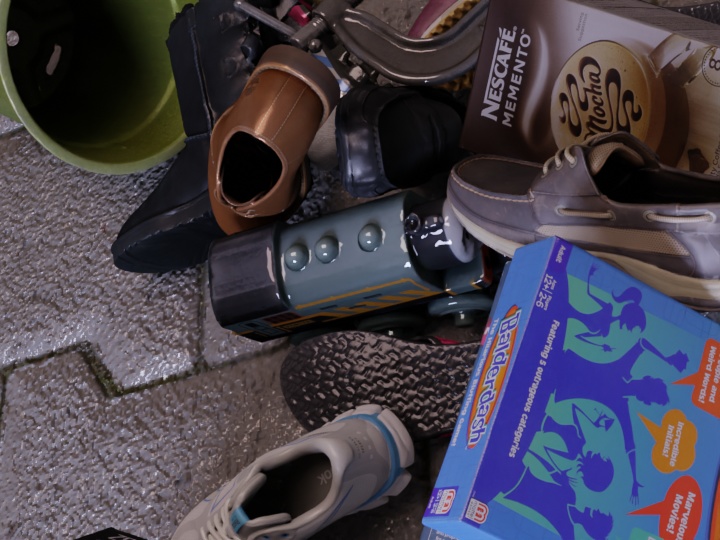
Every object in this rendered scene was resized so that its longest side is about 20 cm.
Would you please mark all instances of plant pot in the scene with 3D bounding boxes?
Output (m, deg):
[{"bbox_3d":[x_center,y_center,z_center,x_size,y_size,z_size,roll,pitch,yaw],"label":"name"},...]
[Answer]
[{"bbox_3d":[-0.238,-0.184,1.230,0.190,0.200,0.201,12,70,50],"label":"plant pot"}]

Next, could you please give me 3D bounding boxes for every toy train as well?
[{"bbox_3d":[0.000,0.000,0.983,0.199,0.114,0.086,-13,72,28],"label":"toy train"}]

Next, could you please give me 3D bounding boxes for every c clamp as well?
[{"bbox_3d":[0.039,-0.197,1.024,0.200,0.027,0.171,-39,55,-13],"label":"c clamp"}]

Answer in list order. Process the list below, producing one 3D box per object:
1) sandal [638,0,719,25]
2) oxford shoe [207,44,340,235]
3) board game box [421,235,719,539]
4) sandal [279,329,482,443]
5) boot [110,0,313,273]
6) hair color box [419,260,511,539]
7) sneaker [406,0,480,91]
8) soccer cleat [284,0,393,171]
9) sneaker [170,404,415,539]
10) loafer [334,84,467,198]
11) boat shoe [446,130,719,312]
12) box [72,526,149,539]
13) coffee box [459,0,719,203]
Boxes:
[{"bbox_3d":[0.187,-0.141,0.998,0.200,0.043,0.076,14,99,38],"label":"sandal"},{"bbox_3d":[-0.069,-0.060,0.956,0.071,0.200,0.071,29,64,1],"label":"oxford shoe"},{"bbox_3d":[0.146,0.095,0.787,0.045,0.200,0.153,-21,46,64],"label":"board game box"},{"bbox_3d":[0.047,0.072,0.966,0.199,0.045,0.075,-4,86,17],"label":"sandal"},{"bbox_3d":[-0.114,-0.104,1.117,0.198,0.073,0.163,-29,64,37],"label":"boot"},{"bbox_3d":[0.098,0.107,0.853,0.060,0.100,0.201,11,79,38],"label":"hair color box"},{"bbox_3d":[0.097,-0.207,1.086,0.200,0.075,0.090,-41,42,-3],"label":"sneaker"},{"bbox_3d":[-0.050,-0.150,1.146,0.086,0.070,0.200,-48,44,13],"label":"soccer cleat"},{"bbox_3d":[-0.064,0.148,0.941,0.200,0.087,0.075,-42,72,24],"label":"sneaker"},{"bbox_3d":[0.030,-0.088,0.991,0.070,0.201,0.068,-3,100,14],"label":"loafer"},{"bbox_3d":[0.136,-0.042,0.855,0.199,0.074,0.074,17,35,33],"label":"boat shoe"},{"bbox_3d":[-0.099,0.220,0.848,0.199,0.164,0.086,14,96,19],"label":"box"},{"bbox_3d":[0.165,-0.097,0.929,0.200,0.080,0.113,26,115,40],"label":"coffee box"}]
